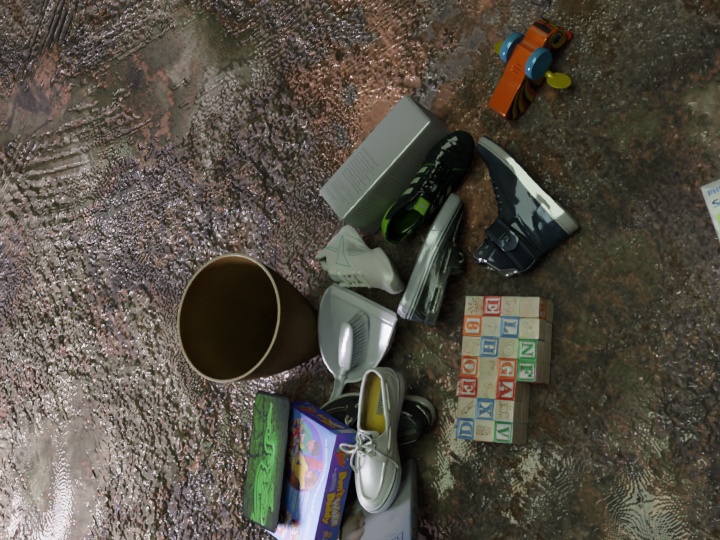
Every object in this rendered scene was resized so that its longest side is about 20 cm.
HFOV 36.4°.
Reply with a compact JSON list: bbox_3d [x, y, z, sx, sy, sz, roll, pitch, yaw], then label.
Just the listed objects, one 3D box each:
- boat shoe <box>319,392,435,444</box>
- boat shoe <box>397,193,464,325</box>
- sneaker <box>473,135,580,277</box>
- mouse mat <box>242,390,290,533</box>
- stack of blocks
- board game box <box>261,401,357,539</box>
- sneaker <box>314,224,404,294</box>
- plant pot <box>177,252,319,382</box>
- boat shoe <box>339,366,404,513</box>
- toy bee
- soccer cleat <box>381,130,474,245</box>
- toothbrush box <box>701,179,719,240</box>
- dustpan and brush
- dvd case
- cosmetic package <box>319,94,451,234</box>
[{"bbox_3d":[0.013,0.226,1.616,0.197,0.060,0.075,-3,109,27],"label":"boat shoe"},{"bbox_3d":[0.119,-0.012,1.613,0.070,0.072,0.202,23,81,0],"label":"boat shoe"},{"bbox_3d":[0.197,-0.086,1.573,0.146,0.077,0.203,-44,63,12],"label":"sneaker"},{"bbox_3d":[-0.146,0.290,1.682,0.160,0.007,0.203,175,101,-65],"label":"mouse mat"},{"bbox_3d":[0.203,0.140,1.534,0.114,0.058,0.203,1,80,30],"label":"stack of blocks"},{"bbox_3d":[-0.077,0.313,1.627,0.134,0.044,0.203,23,104,49],"label":"board game box"},{"bbox_3d":[0.000,0.000,1.636,0.080,0.071,0.200,-37,31,-11],"label":"sneaker"},{"bbox_3d":[-0.145,0.086,1.667,0.184,0.199,0.189,-7,75,29],"label":"plant pot"},{"bbox_3d":[0.016,0.235,1.528,0.074,0.086,0.205,5,84,32],"label":"boat shoe"},{"bbox_3d":[0.263,-0.313,1.580,0.132,0.108,0.200,57,134,18],"label":"toy bee"},{"bbox_3d":[0.103,-0.118,1.623,0.067,0.081,0.201,35,110,-12],"label":"soccer cleat"},{"bbox_3d":[0.529,-0.032,1.353,0.144,0.086,0.203,-22,68,25],"label":"toothbrush box"},{"bbox_3d":[-0.020,0.138,1.662,0.139,0.057,0.203,25,122,33],"label":"dustpan and brush"},{"bbox_3d":[0.023,0.363,1.539,0.142,0.201,0.018,-39,108,18],"label":"dvd case"},{"bbox_3d":[0.043,-0.159,1.664,0.200,0.101,0.071,-46,61,13],"label":"cosmetic package"}]
